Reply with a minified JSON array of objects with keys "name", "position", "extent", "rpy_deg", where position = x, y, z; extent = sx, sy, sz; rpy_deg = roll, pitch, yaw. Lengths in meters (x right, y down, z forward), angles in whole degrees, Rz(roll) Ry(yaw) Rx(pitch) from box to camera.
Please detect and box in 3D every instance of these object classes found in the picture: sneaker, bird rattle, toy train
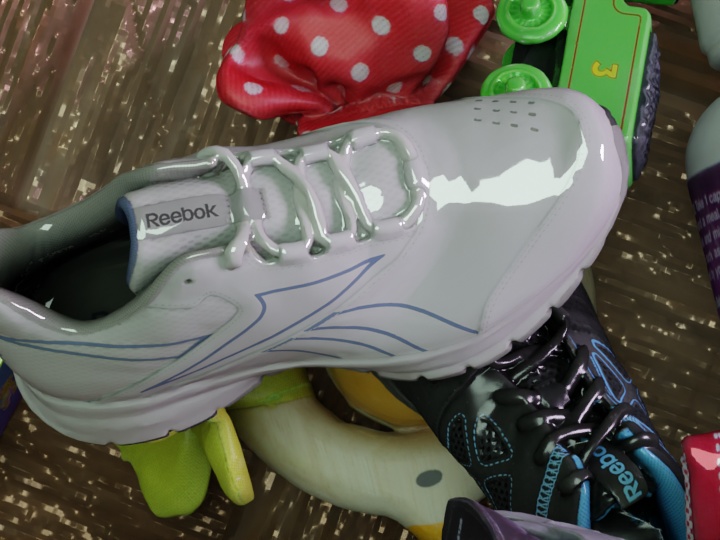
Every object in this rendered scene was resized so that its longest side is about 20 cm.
[{"name":"sneaker","position":[-0.021,-0.005,0.823],"extent":[0.199,0.087,0.075],"rpy_deg":[-21,65,13]},{"name":"bird rattle","position":[0.000,0.000,0.949],"extent":[0.163,0.113,0.200],"rpy_deg":[33,76,-1]},{"name":"toy train","position":[0.079,-0.114,0.925],"extent":[0.056,0.042,0.201],"rpy_deg":[7,62,11]},{"name":"sneaker","position":[0.060,0.043,0.874],"extent":[0.073,0.082,0.200],"rpy_deg":[-30,92,-19]}]

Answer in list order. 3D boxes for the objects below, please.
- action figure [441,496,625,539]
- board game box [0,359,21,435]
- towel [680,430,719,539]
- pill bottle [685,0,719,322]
[{"name":"action figure","position":[0.123,0.103,0.781],"extent":[0.199,0.069,0.131],"rpy_deg":[6,87,-15]},{"name":"board game box","position":[-0.200,0.056,0.979],"extent":[0.134,0.045,0.201],"rpy_deg":[28,89,10]},{"name":"towel","position":[0.194,0.108,0.825],"extent":[0.199,0.022,0.145],"rpy_deg":[-5,97,0]},{"name":"pill bottle","position":[0.163,-0.004,0.897],"extent":[0.112,0.112,0.201],"rpy_deg":[-13,83,7]}]
